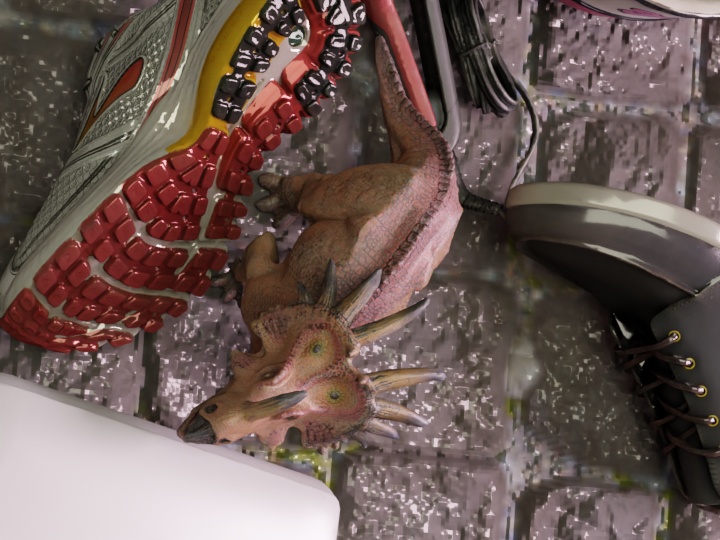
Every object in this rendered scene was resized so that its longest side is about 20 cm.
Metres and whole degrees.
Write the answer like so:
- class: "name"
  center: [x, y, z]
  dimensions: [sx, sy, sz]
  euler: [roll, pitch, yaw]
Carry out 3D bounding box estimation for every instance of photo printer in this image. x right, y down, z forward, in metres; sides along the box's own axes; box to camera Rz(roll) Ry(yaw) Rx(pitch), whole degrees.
- class: "photo printer"
  center: [-0.112, 0.134, 0.814]
  dimensions: [0.199, 0.069, 0.168]
  euler: [23, 73, -33]

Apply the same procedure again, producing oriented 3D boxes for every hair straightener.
- class: "hair straightener"
  center: [0.039, -0.117, 0.930]
  dimensions: [0.076, 0.041, 0.202]
  euler: [-22, 92, -18]

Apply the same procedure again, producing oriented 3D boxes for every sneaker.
- class: "sneaker"
  center: [0.139, 0.039, 0.927]
  dimensions: [0.199, 0.075, 0.107]
  euler: [25, 79, -20]
- class: "sneaker"
  center: [-0.082, -0.053, 0.874]
  dimensions: [0.201, 0.082, 0.078]
  euler: [-52, 140, -2]

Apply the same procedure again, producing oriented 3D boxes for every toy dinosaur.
- class: "toy dinosaur"
  center: [0.000, 0.000, 0.857]
  dimensions: [0.085, 0.135, 0.201]
  euler: [30, 76, -13]

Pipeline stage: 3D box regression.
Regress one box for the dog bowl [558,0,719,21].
- class: "dog bowl"
  center: [0.124, -0.201, 0.936]
  dimensions: [0.198, 0.074, 0.202]
  euler: [4, 80, -27]
